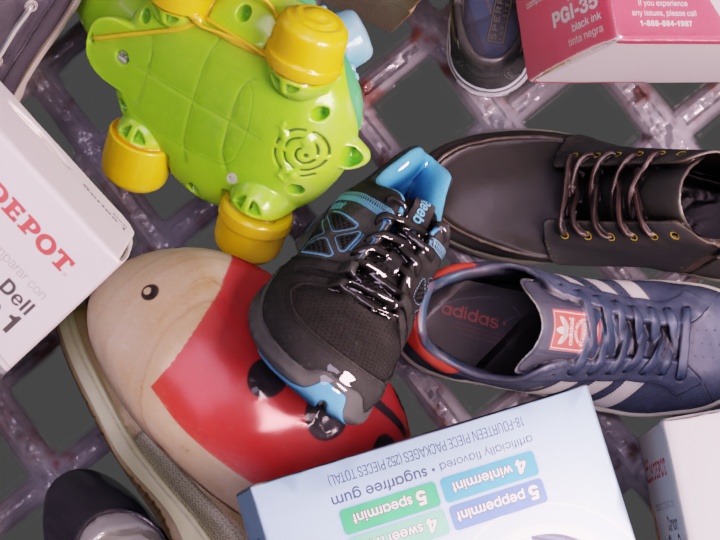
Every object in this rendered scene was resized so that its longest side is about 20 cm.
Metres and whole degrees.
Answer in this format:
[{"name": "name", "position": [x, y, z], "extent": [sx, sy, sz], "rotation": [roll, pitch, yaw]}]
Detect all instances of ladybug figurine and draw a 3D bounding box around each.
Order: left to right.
[{"name": "ladybug figurine", "position": [-0.045, 0.059, 1.032], "extent": [0.200, 0.136, 0.072], "rotation": [39, 121, -16]}]

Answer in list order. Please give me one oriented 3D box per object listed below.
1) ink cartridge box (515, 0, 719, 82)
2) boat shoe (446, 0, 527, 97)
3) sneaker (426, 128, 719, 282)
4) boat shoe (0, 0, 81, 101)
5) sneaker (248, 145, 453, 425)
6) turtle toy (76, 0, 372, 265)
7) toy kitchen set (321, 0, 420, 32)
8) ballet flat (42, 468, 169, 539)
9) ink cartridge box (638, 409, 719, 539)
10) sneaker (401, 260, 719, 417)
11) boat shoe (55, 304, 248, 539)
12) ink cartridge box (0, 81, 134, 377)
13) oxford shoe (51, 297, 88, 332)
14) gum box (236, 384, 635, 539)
[{"name": "ink cartridge box", "position": [0.149, -0.203, 1.063], "extent": [0.146, 0.083, 0.202], "rotation": [-4, 81, -30]}, {"name": "boat shoe", "position": [0.083, -0.194, 1.106], "extent": [0.068, 0.057, 0.202], "rotation": [6, 83, 3]}, {"name": "sneaker", "position": [0.123, -0.042, 1.059], "extent": [0.198, 0.106, 0.075], "rotation": [6, 83, 3]}, {"name": "boat shoe", "position": [-0.194, -0.137, 1.062], "extent": [0.072, 0.063, 0.201], "rotation": [32, 112, 12]}, {"name": "sneaker", "position": [0.000, 0.000, 1.001], "extent": [0.073, 0.200, 0.082], "rotation": [37, 115, -13]}, {"name": "turtle toy", "position": [-0.074, -0.108, 1.073], "extent": [0.199, 0.101, 0.146], "rotation": [32, 125, 17]}, {"name": "toy kitchen set", "position": [-0.031, -0.246, 1.041], "extent": [0.199, 0.180, 0.164], "rotation": [23, 86, -6]}, {"name": "ballet flat", "position": [-0.106, 0.181, 1.038], "extent": [0.073, 0.073, 0.201], "rotation": [-21, 68, -1]}, {"name": "ink cartridge box", "position": [0.227, 0.160, 1.007], "extent": [0.143, 0.145, 0.202], "rotation": [-10, 81, 1]}, {"name": "sneaker", "position": [0.115, 0.035, 1.060], "extent": [0.198, 0.085, 0.076], "rotation": [2, 82, 2]}, {"name": "boat shoe", "position": [-0.089, 0.097, 1.068], "extent": [0.063, 0.073, 0.201], "rotation": [-32, 85, -6]}, {"name": "ink cartridge box", "position": [-0.228, 0.003, 0.985], "extent": [0.200, 0.084, 0.146], "rotation": [-43, 98, 5]}, {"name": "oxford shoe", "position": [-0.229, -0.025, 1.057], "extent": [0.198, 0.075, 0.071], "rotation": [9, 53, -20]}, {"name": "gum box", "position": [0.052, 0.173, 0.943], "extent": [0.169, 0.045, 0.201], "rotation": [-16, 83, -16]}]
